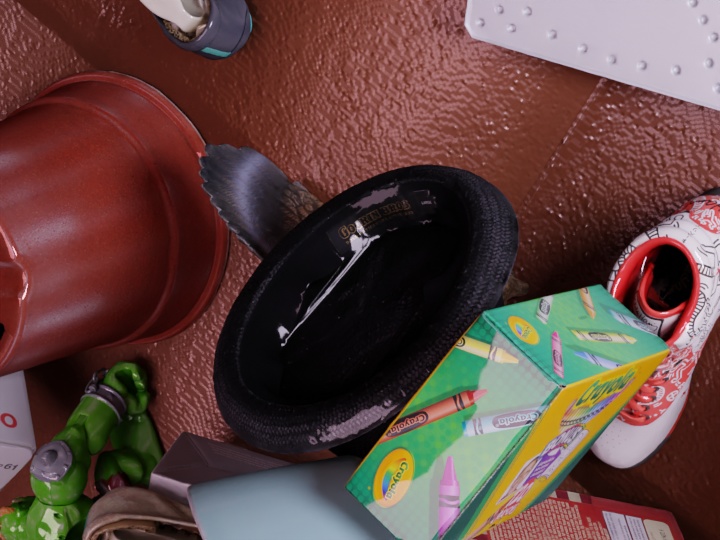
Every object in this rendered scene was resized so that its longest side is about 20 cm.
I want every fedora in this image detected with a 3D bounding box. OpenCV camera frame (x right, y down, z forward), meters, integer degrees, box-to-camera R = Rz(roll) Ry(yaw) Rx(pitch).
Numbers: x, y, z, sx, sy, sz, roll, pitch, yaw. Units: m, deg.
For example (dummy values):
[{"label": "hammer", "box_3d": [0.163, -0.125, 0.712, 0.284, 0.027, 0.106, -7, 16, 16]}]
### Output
[{"label": "fedora", "box_3d": [0.017, 0.039, 1.181, 0.200, 0.201, 0.092, -9, 138, 33]}]

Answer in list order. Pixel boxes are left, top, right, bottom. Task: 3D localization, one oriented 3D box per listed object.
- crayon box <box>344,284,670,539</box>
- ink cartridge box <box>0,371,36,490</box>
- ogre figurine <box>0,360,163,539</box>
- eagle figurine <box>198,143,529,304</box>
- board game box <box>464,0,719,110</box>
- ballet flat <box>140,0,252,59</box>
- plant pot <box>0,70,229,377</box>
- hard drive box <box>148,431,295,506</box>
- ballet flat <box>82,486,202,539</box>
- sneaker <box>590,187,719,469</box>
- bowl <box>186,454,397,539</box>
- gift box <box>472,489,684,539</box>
[{"label": "crayon box", "box_3d": [0.083, 0.075, 1.104, 0.058, 0.200, 0.119, 42, 109, 16]}, {"label": "ink cartridge box", "box_3d": [-0.321, 0.058, 1.475, 0.085, 0.144, 0.201, -46, 45, 33]}, {"label": "ogre figurine", "box_3d": [-0.195, 0.174, 1.499, 0.098, 0.120, 0.201, 33, 118, 18]}, {"label": "eagle figurine", "box_3d": [0.002, -0.005, 1.323, 0.199, 0.151, 0.153, 7, 119, 18]}, {"label": "board game box", "box_3d": [0.167, -0.210, 1.214, 0.199, 0.026, 0.201, 19, 114, 25]}, {"label": "ballet flat", "box_3d": [-0.145, -0.224, 1.377, 0.073, 0.073, 0.200, -38, 83, 34]}, {"label": "plant pot", "box_3d": [-0.225, -0.019, 1.413, 0.200, 0.195, 0.202, 10, 109, 30]}, {"label": "hard drive box", "box_3d": [-0.079, 0.233, 1.442, 0.155, 0.077, 0.201, 15, 111, 8]}, {"label": "ballet flat", "box_3d": [-0.087, 0.196, 1.356, 0.199, 0.062, 0.068, 14, 110, 8]}, {"label": "sneaker", "box_3d": [0.166, 0.046, 1.242, 0.067, 0.108, 0.202, 35, 120, 19]}, {"label": "bowl", "box_3d": [-0.002, 0.179, 1.120, 0.105, 0.201, 0.201, -30, 88, -3]}, {"label": "gift box", "box_3d": [0.122, 0.257, 1.270, 0.199, 0.185, 0.188, 14, 113, -7]}]
